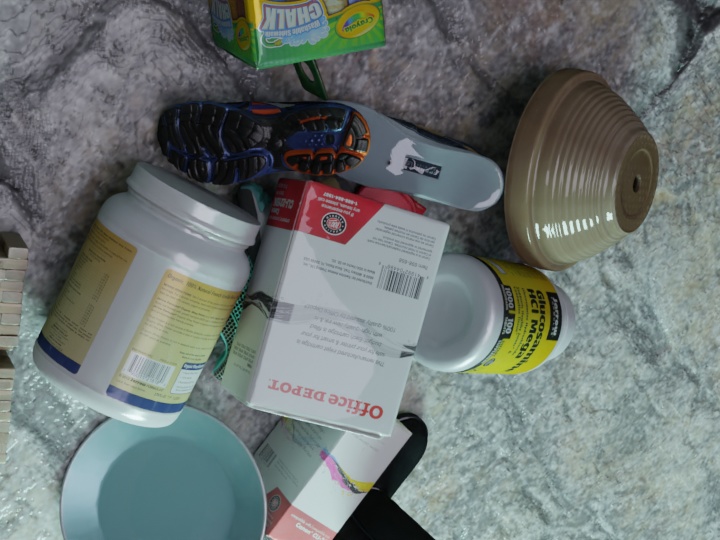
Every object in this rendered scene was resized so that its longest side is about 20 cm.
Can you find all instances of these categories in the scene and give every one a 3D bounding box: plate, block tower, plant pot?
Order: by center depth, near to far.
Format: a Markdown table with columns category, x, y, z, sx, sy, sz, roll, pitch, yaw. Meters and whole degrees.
| category | x | y | z | sx | sy | sz | roll | pitch | yaw |
| --- | --- | --- | --- | --- | --- | --- | --- | --- | --- |
| block tower | -0.334 | 0.068 | 1.221 | 0.058 | 0.054 | 0.201 | 4 | 106 | -26 |
| plate | -0.186 | 0.225 | 1.317 | 0.199 | 0.026 | 0.201 | 0 | 87 | 5 |
| plant pot | 0.228 | -0.091 | 1.349 | 0.201 | 0.092 | 0.202 | -25 | 122 | -48 |

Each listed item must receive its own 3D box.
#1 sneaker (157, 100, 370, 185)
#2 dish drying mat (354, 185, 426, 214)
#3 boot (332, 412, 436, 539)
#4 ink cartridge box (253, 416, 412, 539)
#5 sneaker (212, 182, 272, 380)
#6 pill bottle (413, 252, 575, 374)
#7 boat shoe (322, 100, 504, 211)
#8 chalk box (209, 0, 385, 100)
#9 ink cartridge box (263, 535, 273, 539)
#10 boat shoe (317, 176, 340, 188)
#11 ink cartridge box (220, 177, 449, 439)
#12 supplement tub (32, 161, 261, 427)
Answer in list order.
| category | x | y | z | sx | sy | sz | roll | pitch | yaw |
| --- | --- | --- | --- | --- | --- | --- | --- | --- | --- |
| sneaker | -0.084 | -0.117 | 1.233 | 0.199 | 0.078 | 0.076 | 4 | 105 | 11 |
| dish drying mat | -0.019 | 0.000 | 1.361 | 0.077 | 0.018 | 0.200 | 37 | 91 | -29 |
| boot | 0.041 | 0.242 | 1.368 | 0.165 | 0.200 | 0.066 | -43 | 119 | -5 |
| ink cartridge box | -0.027 | 0.170 | 1.360 | 0.067 | 0.116 | 0.200 | 37 | 91 | -29 |
| sneaker | -0.111 | 0.020 | 1.297 | 0.091 | 0.078 | 0.201 | -5 | 98 | 4 |
| pill bottle | 0.131 | 0.045 | 1.359 | 0.200 | 0.112 | 0.113 | 7 | 107 | -55 |
| boat shoe | 0.039 | -0.108 | 1.326 | 0.199 | 0.091 | 0.071 | 21 | 99 | -2 |
| chalk box | -0.060 | -0.247 | 1.195 | 0.123 | 0.125 | 0.201 | -13 | 112 | -21 |
| ink cartridge box | -0.085 | 0.342 | 1.411 | 0.199 | 0.083 | 0.147 | 19 | 102 | -29 |
| boat shoe | 0.000 | 0.000 | 1.318 | 0.066 | 0.074 | 0.200 | -36 | 118 | -6 |
| ink cartridge box | -0.024 | 0.033 | 1.232 | 0.144 | 0.084 | 0.201 | 16 | 89 | -23 |
| supplement tub | -0.185 | 0.020 | 1.220 | 0.144 | 0.144 | 0.201 | 24 | 97 | -29 |
